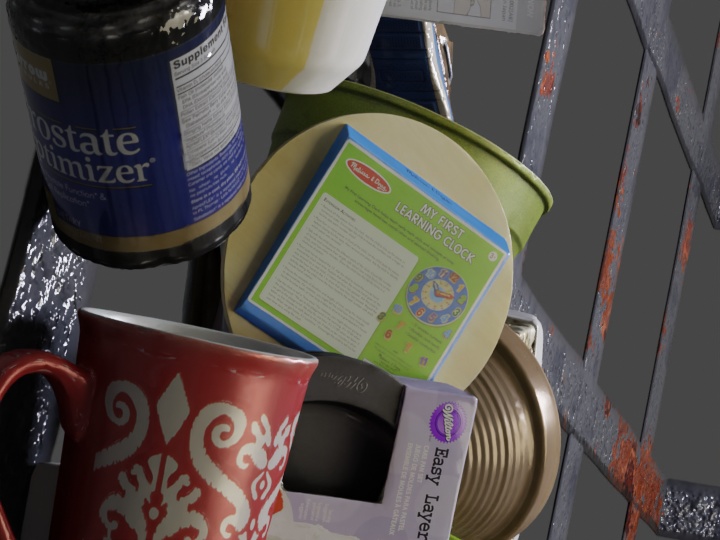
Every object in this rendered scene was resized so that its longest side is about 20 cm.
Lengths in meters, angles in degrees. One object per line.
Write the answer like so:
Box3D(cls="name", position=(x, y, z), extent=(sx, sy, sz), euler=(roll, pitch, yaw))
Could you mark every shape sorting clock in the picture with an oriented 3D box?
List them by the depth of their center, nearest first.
Box3D(cls="shape sorting clock", position=(0.006, 0.002, 1.325), extent=(0.039, 0.199, 0.201), euler=(-162, -102, -67))

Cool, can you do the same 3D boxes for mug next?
Box3D(cls="mug", position=(-0.129, 0.127, 1.151), extent=(0.133, 0.177, 0.201), euler=(-151, -107, -87))
Box3D(cls="mug", position=(-0.059, -0.193, 1.269), extent=(0.149, 0.186, 0.154), euler=(-123, -137, -67))

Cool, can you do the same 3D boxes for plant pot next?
Box3D(cls="plant pot", position=(0.000, 0.000, 1.434), extent=(0.193, 0.200, 0.200), euler=(-65, 159, -10))
Box3D(cls="plant pot", position=(0.042, 0.125, 1.588), extent=(0.093, 0.200, 0.202), euler=(-14, 112, -56))

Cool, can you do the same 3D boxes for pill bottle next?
Box3D(cls="pill bottle", position=(-0.121, -0.109, 1.098), extent=(0.112, 0.111, 0.200), euler=(-61, 153, -47))

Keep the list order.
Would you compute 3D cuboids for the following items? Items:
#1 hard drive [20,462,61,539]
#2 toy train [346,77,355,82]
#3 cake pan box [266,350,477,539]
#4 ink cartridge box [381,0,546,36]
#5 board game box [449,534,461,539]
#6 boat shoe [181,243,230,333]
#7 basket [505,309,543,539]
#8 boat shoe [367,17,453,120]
Box3D(cls="hard drive", position=(-0.153, 0.183, 1.273), extent=(0.200, 0.026, 0.132), euler=(19, 80, -71))
Box3D(cls="toy train", position=(0.006, -0.074, 1.599), extent=(0.034, 0.046, 0.200), euler=(-35, 147, -11))
Box3D(cls="cake pan box", position=(-0.034, 0.147, 1.283), extent=(0.052, 0.184, 0.201), euler=(19, -83, 65))
Box3D(cls="ink cartridge box", position=(0.034, -0.244, 1.368), extent=(0.050, 0.199, 0.162), euler=(-40, 136, -64))
Box3D(cls="board game box", position=(0.014, 0.214, 1.567), extent=(0.048, 0.101, 0.200), euler=(-62, 177, -16))
Box3D(cls="boat shoe", position=(-0.093, 0.041, 1.331), extent=(0.065, 0.074, 0.203), euler=(22, 73, -29))
Box3D(cls="basket", position=(0.062, 0.131, 1.737), extent=(0.123, 0.135, 0.201), euler=(-14, 111, -66))
Box3D(cls="boat shoe", position=(0.044, -0.153, 1.647), extent=(0.072, 0.072, 0.201), euler=(-61, 153, -50))
